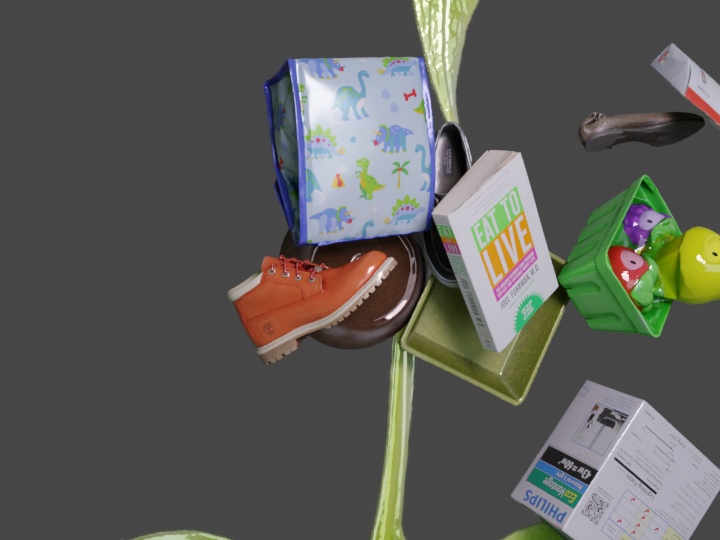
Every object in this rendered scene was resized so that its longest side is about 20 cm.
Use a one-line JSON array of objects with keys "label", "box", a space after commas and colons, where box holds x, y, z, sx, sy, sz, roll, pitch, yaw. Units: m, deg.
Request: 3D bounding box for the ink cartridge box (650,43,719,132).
[{"label": "ink cartridge box", "box": [0.485, -0.214, 1.099, 0.162, 0.200, 0.050, 34, 111, -21]}]

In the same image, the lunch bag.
[{"label": "lunch bag", "box": [-0.009, -0.133, 0.942, 0.170, 0.127, 0.200, -8, 88, -21]}]

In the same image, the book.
[{"label": "book", "box": [0.161, -0.021, 0.974, 0.134, 0.048, 0.200, -44, 125, -29]}]

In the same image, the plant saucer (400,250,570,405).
[{"label": "plant saucer", "box": [0.161, 0.045, 1.066, 0.200, 0.048, 0.200, 28, 83, -21]}]

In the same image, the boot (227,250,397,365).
[{"label": "boot", "box": [-0.058, 0.017, 0.928, 0.200, 0.075, 0.107, -31, 94, 17]}]

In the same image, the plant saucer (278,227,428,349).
[{"label": "plant saucer", "box": [0.000, 0.000, 1.005, 0.200, 0.037, 0.201, -2, 96, -22]}]

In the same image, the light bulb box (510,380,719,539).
[{"label": "light bulb box", "box": [0.350, 0.294, 1.120, 0.198, 0.125, 0.200, 40, 80, -20]}]

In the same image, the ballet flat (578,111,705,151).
[{"label": "ballet flat", "box": [0.386, -0.200, 1.135, 0.200, 0.067, 0.046, -9, 65, -18]}]

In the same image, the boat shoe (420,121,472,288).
[{"label": "boat shoe", "box": [0.102, -0.081, 0.985, 0.072, 0.071, 0.200, -6, 79, 8]}]

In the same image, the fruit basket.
[{"label": "fruit basket", "box": [0.382, -0.017, 1.042, 0.216, 0.216, 0.156, -41, 107, -14]}]
